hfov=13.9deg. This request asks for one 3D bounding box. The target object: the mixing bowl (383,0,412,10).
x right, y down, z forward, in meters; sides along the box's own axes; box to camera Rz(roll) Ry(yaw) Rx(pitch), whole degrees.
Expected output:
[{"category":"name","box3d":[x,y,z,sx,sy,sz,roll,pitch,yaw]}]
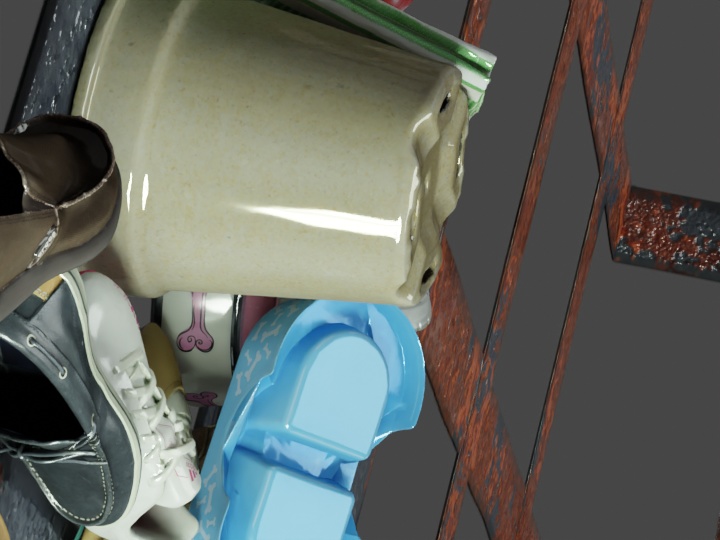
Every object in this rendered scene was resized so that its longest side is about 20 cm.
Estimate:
[{"category":"mixing bowl","box3d":[-0.009,-0.224,1.807,0.200,0.108,0.201,11,90,-79]}]

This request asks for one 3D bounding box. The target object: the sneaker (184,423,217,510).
[{"category":"sneaker","box3d":[-0.091,0.138,1.749,0.200,0.076,0.071,-38,148,-7]}]

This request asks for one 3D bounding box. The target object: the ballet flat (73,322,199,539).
[{"category":"ballet flat","box3d":[-0.124,0.128,1.694,0.069,0.063,0.201,67,36,-66]}]

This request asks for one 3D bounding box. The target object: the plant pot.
[{"category":"plant pot","box3d":[-0.043,-0.063,1.609,0.200,0.183,0.201,11,90,-78]}]

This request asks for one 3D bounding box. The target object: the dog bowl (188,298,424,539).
[{"category":"dog bowl","box3d":[-0.035,0.105,1.669,0.111,0.049,0.201,23,83,-38]}]

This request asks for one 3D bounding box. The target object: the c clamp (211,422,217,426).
[{"category":"c clamp","box3d":[-0.081,0.197,1.806,0.171,0.027,0.200,39,73,-30]}]

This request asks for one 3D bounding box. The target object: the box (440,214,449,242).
[{"category":"box","box3d":[0.004,-0.075,2.013,0.200,0.100,0.075,75,29,-63]}]

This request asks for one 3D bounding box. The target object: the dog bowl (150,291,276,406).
[{"category":"dog bowl","box3d":[-0.064,-0.007,1.825,0.200,0.073,0.201,12,90,-78]}]

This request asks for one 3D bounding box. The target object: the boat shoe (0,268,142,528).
[{"category":"boat shoe","box3d":[-0.159,0.068,1.469,0.200,0.074,0.062,80,29,-47]}]

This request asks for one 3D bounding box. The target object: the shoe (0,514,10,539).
[{"category":"shoe","box3d":[-0.203,0.162,1.414,0.070,0.053,0.200,-32,138,-28]}]

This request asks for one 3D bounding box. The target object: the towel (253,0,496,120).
[{"category":"towel","box3d":[-0.002,-0.117,1.709,0.023,0.152,0.200,-64,180,-16]}]

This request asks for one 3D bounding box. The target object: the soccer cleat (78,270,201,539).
[{"category":"soccer cleat","box3d":[-0.122,0.078,1.575,0.070,0.086,0.200,-50,154,-31]}]

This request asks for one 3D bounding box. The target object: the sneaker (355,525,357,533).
[{"category":"sneaker","box3d":[-0.069,0.168,1.871,0.199,0.114,0.077,1,101,-71]}]

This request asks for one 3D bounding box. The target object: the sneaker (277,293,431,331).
[{"category":"sneaker","box3d":[0.000,0.000,1.793,0.200,0.074,0.087,-42,137,-71]}]

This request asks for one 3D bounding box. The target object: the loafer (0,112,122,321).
[{"category":"loafer","box3d":[-0.161,-0.033,1.352,0.200,0.073,0.071,-57,156,-61]}]
